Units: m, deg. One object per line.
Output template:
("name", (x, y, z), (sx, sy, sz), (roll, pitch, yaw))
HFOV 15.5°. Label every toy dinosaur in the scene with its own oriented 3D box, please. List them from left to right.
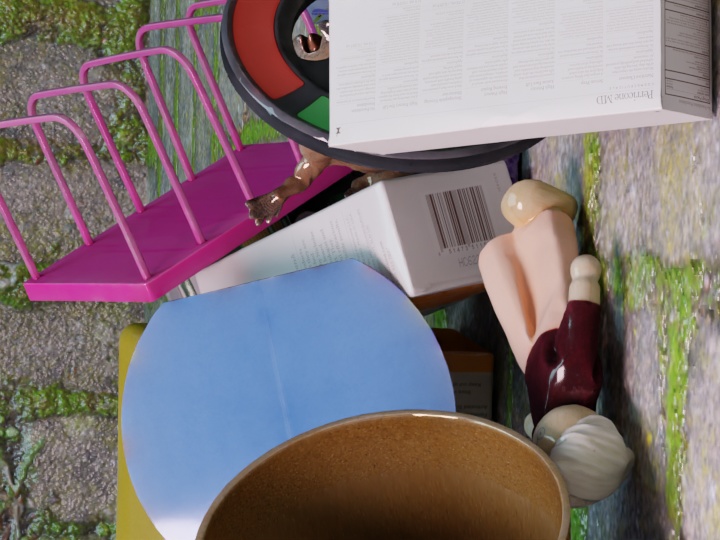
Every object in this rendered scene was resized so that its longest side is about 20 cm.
("toy dinosaur", (0.015, -0.085, 1.576), (0.135, 0.200, 0.086), (-20, 77, 35))

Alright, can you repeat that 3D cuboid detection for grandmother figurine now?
("grandmother figurine", (0.103, 0.049, 1.399), (0.200, 0.060, 0.122), (-98, 5, -49))

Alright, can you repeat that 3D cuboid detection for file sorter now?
("file sorter", (-0.122, -0.082, 1.671), (0.139, 0.200, 0.126), (-1, 117, 51))

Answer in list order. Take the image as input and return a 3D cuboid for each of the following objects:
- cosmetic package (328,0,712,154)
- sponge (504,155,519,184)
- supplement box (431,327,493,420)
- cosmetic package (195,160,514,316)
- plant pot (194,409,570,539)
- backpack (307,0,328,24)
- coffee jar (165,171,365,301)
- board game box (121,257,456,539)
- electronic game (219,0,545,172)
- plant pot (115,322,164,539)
("cosmetic package", (0.075, -0.105, 1.285), (0.199, 0.051, 0.083), (-3, 82, 39))
("sponge", (0.073, -0.143, 1.636), (0.112, 0.030, 0.201), (-174, 84, -79))
("supplement box", (0.034, 0.142, 1.689), (0.126, 0.073, 0.201), (-151, 62, -79))
("cosmetic package", (0.000, 0.000, 1.595), (0.200, 0.101, 0.072), (-24, 80, 51))
("plant pot", (0.027, 0.206, 1.336), (0.187, 0.186, 0.201), (-107, 4, -57))
("backpack", (0.000, -0.259, 1.735), (0.200, 0.134, 0.183), (56, -139, -56))
("coffee jar", (-0.035, -0.025, 1.758), (0.086, 0.199, 0.104), (66, 170, -5))
("board game box", (-0.038, 0.083, 1.523), (0.039, 0.199, 0.159), (5, -108, -75))
("electronic game", (0.023, -0.123, 1.436), (0.200, 0.199, 0.042), (-100, 12, -44))
("plant pot", (-0.054, 0.142, 1.882), (0.176, 0.199, 0.201), (-176, 87, -69))
